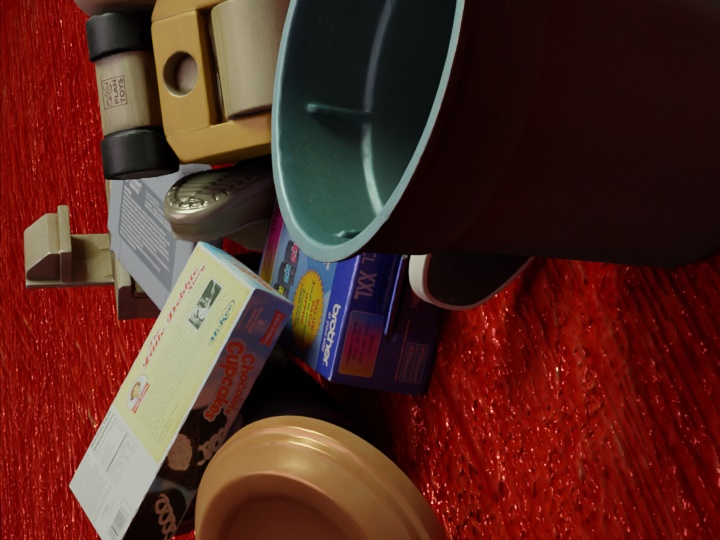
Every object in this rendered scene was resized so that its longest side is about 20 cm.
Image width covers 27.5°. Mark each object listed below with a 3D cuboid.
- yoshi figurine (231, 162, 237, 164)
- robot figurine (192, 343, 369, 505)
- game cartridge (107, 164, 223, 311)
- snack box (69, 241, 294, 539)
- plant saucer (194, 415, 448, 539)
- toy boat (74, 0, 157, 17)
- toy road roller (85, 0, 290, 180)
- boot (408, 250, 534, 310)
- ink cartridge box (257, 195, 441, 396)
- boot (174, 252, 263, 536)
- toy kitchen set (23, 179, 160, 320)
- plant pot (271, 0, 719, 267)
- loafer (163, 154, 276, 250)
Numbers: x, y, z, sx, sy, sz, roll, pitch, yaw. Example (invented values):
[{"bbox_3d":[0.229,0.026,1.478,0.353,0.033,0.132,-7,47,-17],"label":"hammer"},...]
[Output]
[{"bbox_3d":[-0.128,-0.152,1.302,0.200,0.111,0.113,-125,38,-49],"label":"yoshi figurine"},{"bbox_3d":[-0.063,0.129,1.036,0.151,0.124,0.200,-61,29,4],"label":"robot figurine"},{"bbox_3d":[-0.165,-0.046,1.247,0.200,0.040,0.135,41,131,53],"label":"game cartridge"},{"bbox_3d":[-0.124,0.088,1.001,0.201,0.037,0.116,-62,30,3],"label":"snack box"},{"bbox_3d":[-0.029,0.189,0.905,0.198,0.037,0.202,13,115,31],"label":"plant saucer"},{"bbox_3d":[-0.143,-0.269,1.113,0.130,0.199,0.132,-17,97,46],"label":"toy boat"},{"bbox_3d":[-0.099,-0.140,1.094,0.198,0.145,0.124,-10,87,31],"label":"toy road roller"},{"bbox_3d":[0.072,-0.086,0.891,0.202,0.072,0.144,-65,28,14],"label":"boot"},{"bbox_3d":[0.000,0.000,1.007,0.200,0.076,0.138,25,104,63],"label":"ink cartridge box"},{"bbox_3d":[-0.116,0.092,1.160,0.202,0.072,0.182,-69,-12,18],"label":"boot"},{"bbox_3d":[-0.239,-0.082,1.390,0.201,0.161,0.182,-106,18,-46],"label":"toy kitchen set"},{"bbox_3d":[0.084,-0.090,0.709,0.200,0.194,0.203,-33,53,58],"label":"plant pot"},{"bbox_3d":[-0.081,-0.047,1.124,0.075,0.200,0.069,1,104,25],"label":"loafer"}]
